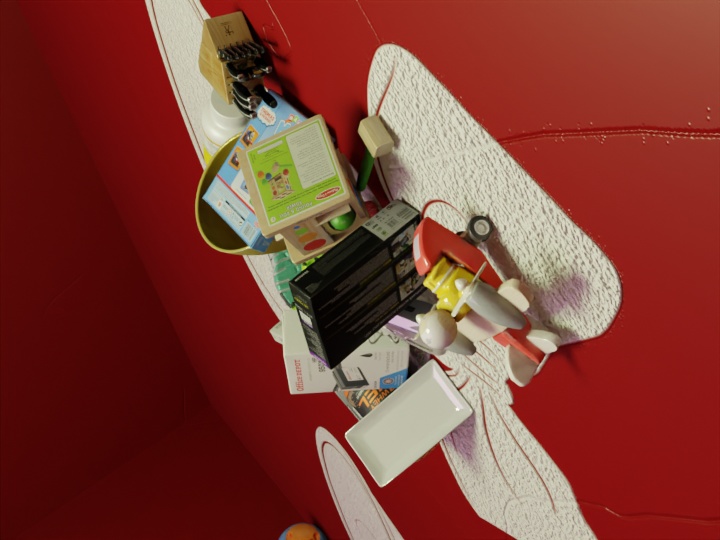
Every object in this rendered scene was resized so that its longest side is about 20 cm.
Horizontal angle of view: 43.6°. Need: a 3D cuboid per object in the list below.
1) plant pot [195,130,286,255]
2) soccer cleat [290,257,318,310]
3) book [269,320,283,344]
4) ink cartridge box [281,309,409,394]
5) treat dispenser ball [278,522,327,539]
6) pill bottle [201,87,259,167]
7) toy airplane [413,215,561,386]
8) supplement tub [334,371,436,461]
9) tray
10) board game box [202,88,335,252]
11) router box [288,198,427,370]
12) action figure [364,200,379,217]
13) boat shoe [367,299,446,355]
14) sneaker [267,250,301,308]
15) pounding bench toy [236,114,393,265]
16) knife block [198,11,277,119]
[{"bbox_3d":[-0.149,-0.109,1.466,0.200,0.201,0.141,43,-168,36],"label":"plant pot"},{"bbox_3d":[-0.075,0.045,1.563,0.081,0.067,0.202,56,-154,-34],"label":"soccer cleat"},{"bbox_3d":[-0.077,0.095,1.643,0.048,0.133,0.199,59,162,-19],"label":"book"},{"bbox_3d":[-0.024,0.128,1.449,0.145,0.197,0.085,89,178,-57],"label":"ink cartridge box"},{"bbox_3d":[-0.213,1.037,3.327,0.201,0.200,0.202,48,159,25],"label":"treat dispenser ball"},{"bbox_3d":[-0.217,-0.236,1.532,0.105,0.104,0.200,52,160,14],"label":"pill bottle"},{"bbox_3d":[0.133,0.054,1.049,0.199,0.140,0.202,36,151,46],"label":"toy airplane"},{"bbox_3d":[0.050,0.226,1.550,0.200,0.122,0.123,44,157,33],"label":"supplement tub"},{"bbox_3d":[0.078,0.246,1.449,0.108,0.200,0.022,52,-168,14],"label":"tray"},{"bbox_3d":[-0.141,-0.152,1.359,0.036,0.201,0.151,19,-162,-51],"label":"board game box"},{"bbox_3d":[0.004,0.019,1.224,0.051,0.199,0.150,34,151,36],"label":"router box"},{"bbox_3d":[-0.030,-0.064,1.351,0.199,0.098,0.066,11,132,62],"label":"action figure"},{"bbox_3d":[0.046,0.075,1.337,0.200,0.075,0.087,21,129,25],"label":"boat shoe"},{"bbox_3d":[-0.140,-0.017,1.732,0.088,0.073,0.203,101,151,-78],"label":"sneaker"},{"bbox_3d":[-0.036,-0.116,1.214,0.156,0.198,0.126,47,-159,-69],"label":"pounding bench toy"},{"bbox_3d":[-0.186,-0.290,1.375,0.200,0.063,0.178,135,116,-70],"label":"knife block"}]
